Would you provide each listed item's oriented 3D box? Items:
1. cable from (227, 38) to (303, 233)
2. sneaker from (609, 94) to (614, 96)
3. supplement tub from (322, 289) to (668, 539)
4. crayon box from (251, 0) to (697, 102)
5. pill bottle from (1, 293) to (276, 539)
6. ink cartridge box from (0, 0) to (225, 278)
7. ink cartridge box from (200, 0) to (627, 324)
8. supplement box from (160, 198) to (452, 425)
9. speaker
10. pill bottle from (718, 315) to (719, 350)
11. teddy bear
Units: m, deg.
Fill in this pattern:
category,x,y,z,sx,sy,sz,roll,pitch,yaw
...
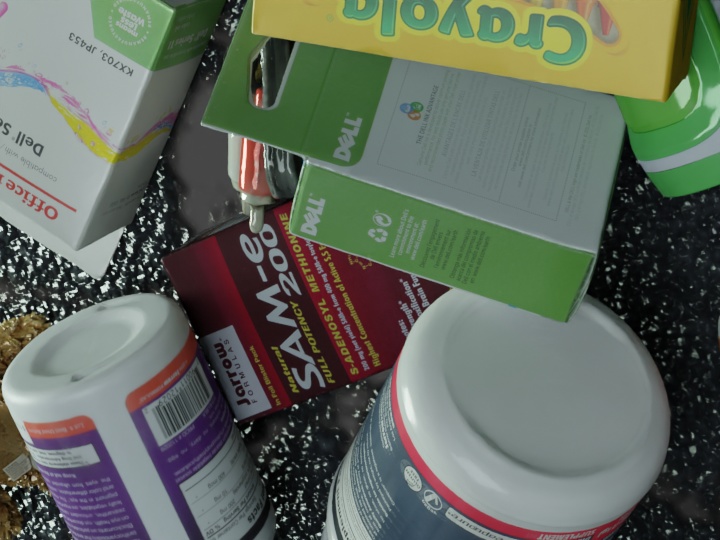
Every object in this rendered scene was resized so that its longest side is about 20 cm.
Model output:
category,x,y,z,sx,sy,sz,roll,pitch,yaw
cable,-0.055,-0.117,1.200,0.050,0.097,0.201,-6,114,2
sneaker,0.060,-0.144,1.189,0.199,0.070,0.091,14,113,24
supplement tub,0.063,0.110,1.189,0.140,0.140,0.200,38,142,10
crayon box,0.057,-0.180,1.035,0.198,0.058,0.174,11,108,16
pill bottle,-0.114,0.124,1.304,0.111,0.112,0.201,-11,115,26
ink cartridge box,-0.171,-0.095,1.312,0.117,0.067,0.201,31,116,13
ink cartridge box,0.025,-0.058,1.127,0.199,0.104,0.059,18,141,0
supplement box,0.000,0.000,1.268,0.199,0.061,0.109,-23,96,29
speaker,0.141,-0.141,1.096,0.088,0.088,0.201,-19,98,28
pill bottle,0.243,0.111,1.163,0.109,0.109,0.202,-1,105,24
teddy bear,-0.209,0.094,1.397,0.199,0.067,0.146,-11,110,20
